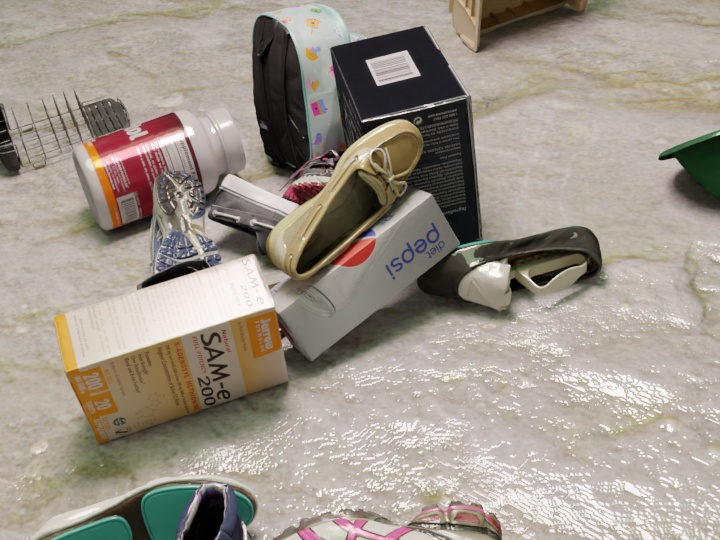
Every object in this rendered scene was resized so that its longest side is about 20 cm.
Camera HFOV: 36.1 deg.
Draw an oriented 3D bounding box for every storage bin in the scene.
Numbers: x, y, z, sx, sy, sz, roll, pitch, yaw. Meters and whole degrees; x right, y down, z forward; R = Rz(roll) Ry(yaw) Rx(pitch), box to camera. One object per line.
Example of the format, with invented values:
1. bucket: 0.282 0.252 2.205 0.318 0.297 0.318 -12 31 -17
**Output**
1. storage bin: 0.240 -0.445 1.639 0.199 0.199 0.094 -22 54 -16

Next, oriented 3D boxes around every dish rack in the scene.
1. dish rack: -0.441 -0.215 1.612 0.199 0.055 0.154 -20 37 -14

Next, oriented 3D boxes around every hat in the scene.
1. hat: 0.437 -0.071 1.215 0.164 0.177 0.200 -16 -2 -4

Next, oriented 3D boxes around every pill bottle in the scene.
1. pill bottle: -0.253 -0.135 1.400 0.199 0.114 0.113 -22 37 -17

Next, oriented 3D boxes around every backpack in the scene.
1. backpack: -0.058 -0.237 1.397 0.152 0.201 0.176 -22 25 -17

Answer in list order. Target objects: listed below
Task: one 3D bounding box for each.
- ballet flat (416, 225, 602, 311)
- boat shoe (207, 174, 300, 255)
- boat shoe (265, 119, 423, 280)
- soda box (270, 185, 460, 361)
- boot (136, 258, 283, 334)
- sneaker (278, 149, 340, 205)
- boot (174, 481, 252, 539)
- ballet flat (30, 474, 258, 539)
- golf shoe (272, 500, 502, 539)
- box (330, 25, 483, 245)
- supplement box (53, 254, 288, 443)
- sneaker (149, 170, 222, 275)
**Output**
1. ballet flat: 0.160 0.000 1.147 0.199 0.068 0.069 -15 44 -6
2. boat shoe: -0.093 -0.045 1.277 0.199 0.072 0.068 26 81 22
3. boat shoe: -0.006 -0.069 1.097 0.200 0.073 0.063 -41 30 -10
4. soda box: 0.000 0.000 1.129 0.200 0.068 0.063 -37 24 -10
5. boot: -0.138 0.029 1.152 0.199 0.097 0.075 -23 37 -17
6. sneaker: -0.037 -0.100 1.250 0.075 0.080 0.200 -57 17 -6
7. boot: -0.126 0.259 0.833 0.072 0.091 0.201 -5 35 8
8. ballet flat: -0.188 0.211 0.950 0.199 0.070 0.070 -15 35 -5
9. golf shoe: 0.015 0.234 0.849 0.198 0.073 0.092 -8 37 4
10. box: 0.052 -0.140 1.253 0.123 0.198 0.200 -14 35 -3
11. supplement box: -0.177 0.077 1.062 0.199 0.126 0.074 -18 51 -10
12. sneaker: -0.204 -0.013 1.260 0.076 0.085 0.201 6 53 -19
